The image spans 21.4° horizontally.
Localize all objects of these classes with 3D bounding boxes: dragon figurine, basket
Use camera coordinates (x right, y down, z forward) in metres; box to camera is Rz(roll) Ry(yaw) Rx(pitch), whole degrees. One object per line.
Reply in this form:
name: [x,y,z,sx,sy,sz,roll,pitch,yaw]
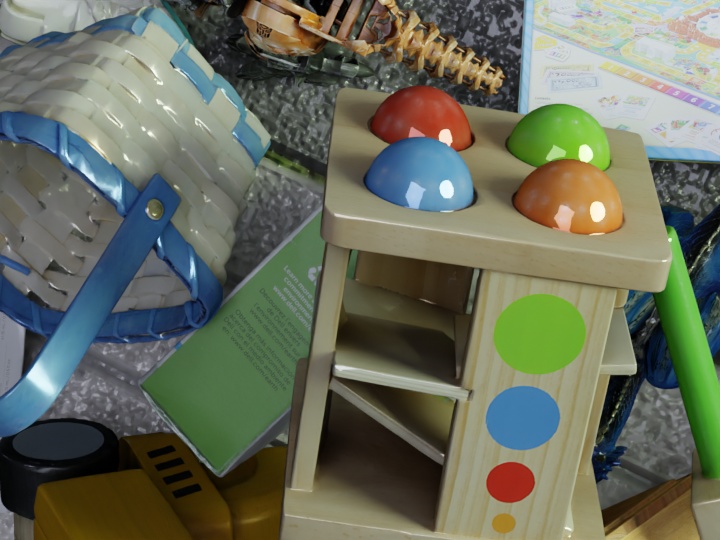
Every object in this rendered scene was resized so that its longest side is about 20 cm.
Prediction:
dragon figurine: [0.136,0.015,0.850,0.059,0.099,0.200,34,117,5]
basket: [-0.140,-0.011,0.832,0.139,0.176,0.200,51,59,-27]

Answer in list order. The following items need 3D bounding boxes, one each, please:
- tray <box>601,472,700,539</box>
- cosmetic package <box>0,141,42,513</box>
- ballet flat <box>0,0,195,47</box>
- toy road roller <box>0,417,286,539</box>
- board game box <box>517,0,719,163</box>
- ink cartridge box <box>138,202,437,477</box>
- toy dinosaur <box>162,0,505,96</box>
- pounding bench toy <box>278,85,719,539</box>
tray: [0.058,0.151,0.839,0.200,0.099,0.037,-31,85,42]
cosmetic package: [-0.208,0.015,0.935,0.082,0.051,0.201,5,95,-23]
ballet flat: [-0.166,-0.147,0.921,0.072,0.072,0.200,-45,81,9]
toy road roller: [-0.080,0.144,0.867,0.145,0.200,0.123,-6,110,-20]
board game box: [0.175,-0.116,0.881,0.199,0.034,0.135,4,94,10]
ink cartridge box: [0.000,0.000,0.867,0.200,0.104,0.059,-43,85,21]
toy dinosaur: [-0.035,-0.126,0.867,0.102,0.136,0.200,-43,85,9]
pounding bench toy: [0.078,0.020,0.739,0.199,0.124,0.157,8,116,-2]
